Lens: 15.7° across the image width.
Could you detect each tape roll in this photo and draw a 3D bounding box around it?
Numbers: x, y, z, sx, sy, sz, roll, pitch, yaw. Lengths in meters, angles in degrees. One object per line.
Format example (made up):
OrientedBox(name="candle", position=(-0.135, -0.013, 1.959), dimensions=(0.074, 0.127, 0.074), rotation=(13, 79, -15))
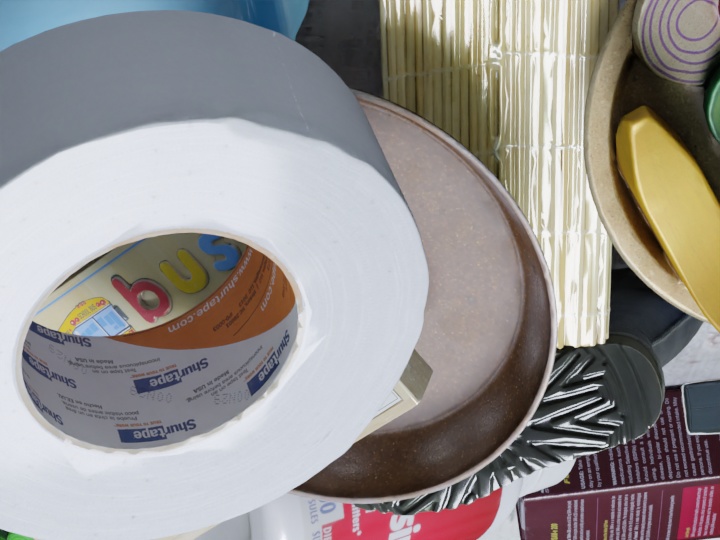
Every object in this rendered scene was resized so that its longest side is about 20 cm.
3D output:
OrientedBox(name="tape roll", position=(-0.079, 0.006, 0.940), dimensions=(0.200, 0.066, 0.201), rotation=(-11, 133, -12))

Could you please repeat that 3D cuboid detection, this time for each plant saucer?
OrientedBox(name="plant saucer", position=(-0.015, 0.005, 1.064), dimensions=(0.200, 0.035, 0.201), rotation=(8, 124, 12))

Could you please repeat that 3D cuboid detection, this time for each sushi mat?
OrientedBox(name="sushi mat", position=(0.056, -0.048, 1.054), dimensions=(0.095, 0.012, 0.200), rotation=(-3, 124, -2))

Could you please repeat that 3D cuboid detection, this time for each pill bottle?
OrientedBox(name="pill bottle", position=(0.009, 0.094, 1.317), dimensions=(0.200, 0.113, 0.112), rotation=(-15, 164, -33))

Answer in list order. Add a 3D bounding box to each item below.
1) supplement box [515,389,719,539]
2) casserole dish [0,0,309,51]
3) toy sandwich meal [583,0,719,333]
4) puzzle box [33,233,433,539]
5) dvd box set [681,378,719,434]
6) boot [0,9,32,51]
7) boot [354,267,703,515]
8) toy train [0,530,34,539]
OrientedBox(name="supplement box", position=(0.188, 0.113, 1.506), dimensions=(0.199, 0.061, 0.109), rotation=(-7, 155, 1))
OrientedBox(name="casserole dish", position=(-0.118, -0.087, 0.934), dimensions=(0.199, 0.039, 0.121), rotation=(-18, 117, -7))
OrientedBox(name="toy sandwich meal", position=(0.184, -0.047, 1.012), dimensions=(0.204, 0.070, 0.206), rotation=(-3, 111, -7))
OrientedBox(name="puzzle box", position=(-0.085, 0.045, 1.076), dimensions=(0.200, 0.025, 0.133), rotation=(-34, 106, 31))
OrientedBox(name="dvd box set", position=(0.280, 0.059, 1.340), dimensions=(0.146, 0.029, 0.200), rotation=(-9, 176, 39))
OrientedBox(name="boot", position=(-0.129, -0.086, 0.983), dimensions=(0.199, 0.075, 0.107), rotation=(-15, 137, -1))
OrientedBox(name="boot", position=(0.072, 0.047, 1.229), dimensions=(0.181, 0.073, 0.200), rotation=(-9, -166, 10))
OrientedBox(name="toy train", position=(-0.219, 0.094, 1.265), dimensions=(0.200, 0.042, 0.056), rotation=(31, 135, 14))
